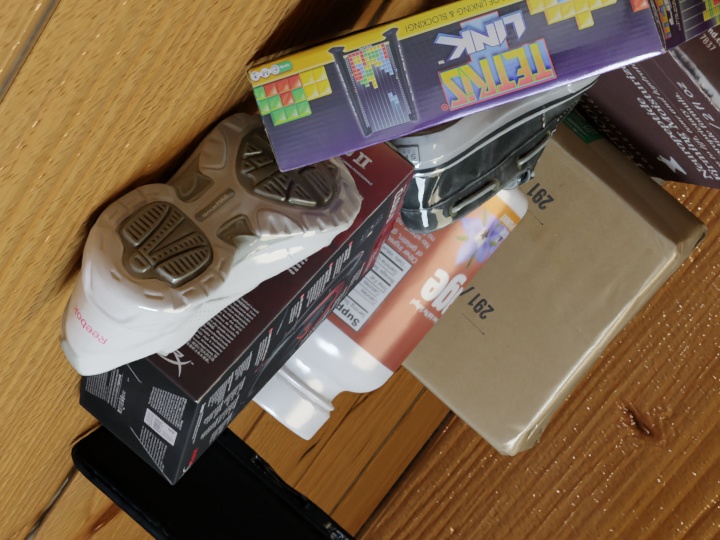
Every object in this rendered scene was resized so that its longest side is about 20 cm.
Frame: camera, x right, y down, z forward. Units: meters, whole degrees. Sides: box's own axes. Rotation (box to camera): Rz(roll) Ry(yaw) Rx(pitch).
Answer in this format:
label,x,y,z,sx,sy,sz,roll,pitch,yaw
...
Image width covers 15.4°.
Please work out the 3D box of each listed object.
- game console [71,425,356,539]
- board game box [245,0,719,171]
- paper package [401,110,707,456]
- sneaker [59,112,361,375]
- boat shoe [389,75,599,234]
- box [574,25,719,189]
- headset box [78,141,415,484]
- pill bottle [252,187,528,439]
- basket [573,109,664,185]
label,x,y,z,sx,sy,sz,roll,pitch,yaw
game console,-0.086,0.175,1.634,0.116,0.200,0.176,-44,171,-31
board game box,0.067,-0.111,1.301,0.200,0.057,0.165,-16,-173,22
paper package,0.089,-0.016,1.724,0.191,0.200,0.103,-51,172,14
sneaker,-0.080,-0.010,1.294,0.200,0.078,0.099,-28,165,-48
boat shoe,0.073,-0.080,1.535,0.200,0.072,0.071,-32,124,-43
box,0.224,-0.162,1.666,0.164,0.166,0.200,-49,-158,-12
headset box,-0.056,0.003,1.437,0.200,0.075,0.149,-47,172,-21
pill bottle,0.000,0.000,1.618,0.200,0.112,0.112,-50,173,1
basket,0.204,-0.168,1.949,0.181,0.136,0.200,-61,175,-31
